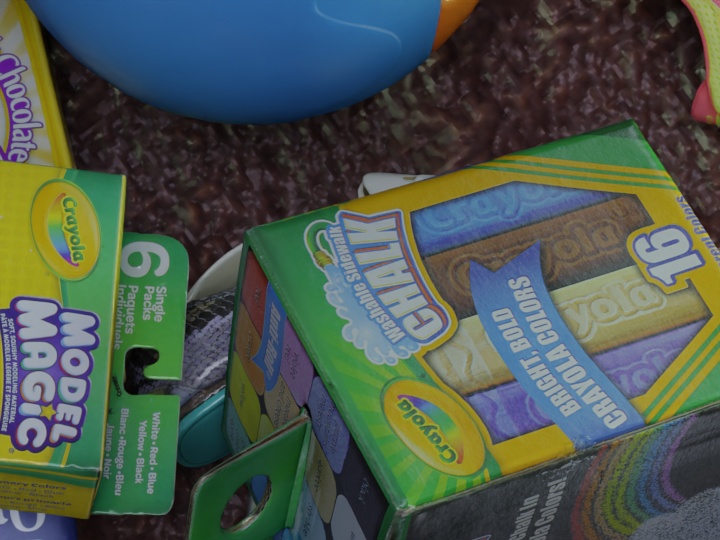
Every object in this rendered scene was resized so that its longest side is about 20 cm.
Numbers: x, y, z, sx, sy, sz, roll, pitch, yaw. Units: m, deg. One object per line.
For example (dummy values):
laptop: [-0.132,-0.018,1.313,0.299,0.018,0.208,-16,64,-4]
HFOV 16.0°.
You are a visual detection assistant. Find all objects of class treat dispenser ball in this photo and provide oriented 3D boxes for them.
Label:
treat dispenser ball: [-0.039,-0.154,0.922,0.199,0.201,0.203,0,82,1]

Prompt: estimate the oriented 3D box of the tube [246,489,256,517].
tube: [0.056,0.098,0.963,0.198,0.052,0.058,5,115,-3]

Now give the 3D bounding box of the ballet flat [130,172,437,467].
ballet flat: [0.000,0.000,0.970,0.199,0.072,0.072,-27,82,-5]

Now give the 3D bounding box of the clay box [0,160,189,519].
clay box: [-0.156,0.017,0.868,0.198,0.048,0.116,6,62,-9]

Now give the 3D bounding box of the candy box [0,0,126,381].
candy box: [-0.157,-0.034,0.959,0.101,0.026,0.201,-14,60,-5]

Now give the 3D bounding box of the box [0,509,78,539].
box: [-0.164,0.113,0.955,0.120,0.032,0.202,-8,86,-10]

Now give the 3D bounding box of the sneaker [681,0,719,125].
sneaker: [0.174,-0.074,0.980,0.090,0.078,0.200,-40,87,18]

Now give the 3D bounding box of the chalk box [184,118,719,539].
chalk box: [0.026,0.052,0.887,0.199,0.125,0.124,-15,56,-21]
